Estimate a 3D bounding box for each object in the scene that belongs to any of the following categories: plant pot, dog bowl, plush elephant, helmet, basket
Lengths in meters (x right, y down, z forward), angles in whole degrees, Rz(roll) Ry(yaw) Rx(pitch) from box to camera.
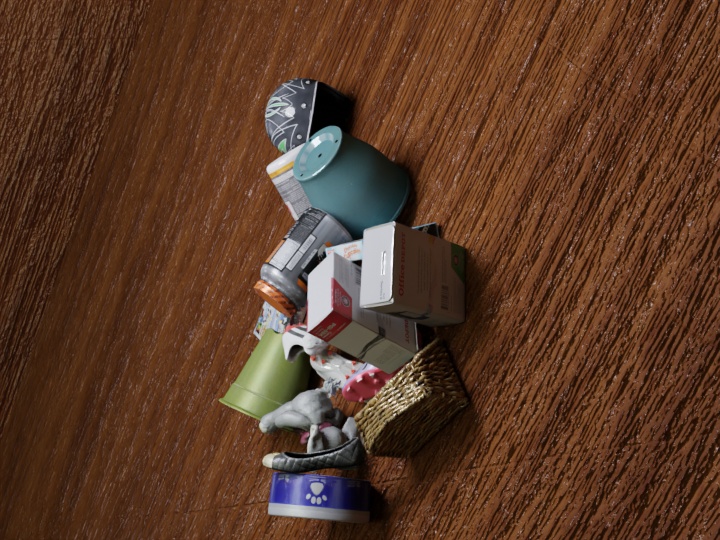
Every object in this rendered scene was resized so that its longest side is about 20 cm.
[{"bbox_3d":[-0.033,-0.186,1.726,0.199,0.188,0.202,-30,39,27],"label":"plant pot"},{"bbox_3d":[-0.078,0.441,1.635,0.199,0.198,0.080,-15,65,50],"label":"dog bowl"},{"bbox_3d":[-0.082,0.330,1.704,0.200,0.163,0.157,-45,50,40],"label":"plush elephant"},{"bbox_3d":[-0.189,0.237,1.878,0.199,0.199,0.193,11,77,53],"label":"plant pot"},{"bbox_3d":[-0.129,-0.349,1.950,0.199,0.189,0.204,-21,63,49],"label":"helmet"},{"bbox_3d":[0.072,0.228,1.547,0.200,0.141,0.150,-49,45,32],"label":"basket"}]

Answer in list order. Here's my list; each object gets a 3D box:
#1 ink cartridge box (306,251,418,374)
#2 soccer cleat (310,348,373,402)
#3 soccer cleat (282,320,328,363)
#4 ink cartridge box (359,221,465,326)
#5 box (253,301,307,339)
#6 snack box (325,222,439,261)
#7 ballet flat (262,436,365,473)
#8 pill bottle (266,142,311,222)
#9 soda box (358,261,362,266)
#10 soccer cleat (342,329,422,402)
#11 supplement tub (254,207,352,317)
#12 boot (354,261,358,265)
[{"bbox_3d":[0.003,0.080,1.550,0.083,0.198,0.148,-41,33,33],"label":"ink cartridge box"},{"bbox_3d":[-0.024,0.221,1.753,0.199,0.078,0.069,27,65,37],"label":"soccer cleat"},{"bbox_3d":[-0.082,0.133,1.746,0.198,0.068,0.086,-21,54,30],"label":"soccer cleat"},{"bbox_3d":[0.097,0.011,1.527,0.087,0.198,0.148,-11,70,43],"label":"ink cartridge box"},{"bbox_3d":[-0.181,0.091,2.013,0.137,0.039,0.203,37,109,52],"label":"box"},{"bbox_3d":[0.044,-0.051,1.627,0.115,0.198,0.038,-10,94,50],"label":"snack box"},{"bbox_3d":[-0.087,0.343,1.573,0.196,0.066,0.058,-6,94,10],"label":"ballet flat"},{"bbox_3d":[-0.114,-0.169,1.868,0.116,0.116,0.202,-15,109,50],"label":"pill bottle"},{"bbox_3d":[-0.032,0.018,1.818,0.068,0.063,0.203,27,102,53],"label":"soda box"},{"bbox_3d":[0.042,0.181,1.651,0.200,0.066,0.077,-43,26,18],"label":"soccer cleat"},{"bbox_3d":[-0.115,-0.015,1.676,0.201,0.123,0.122,-53,35,-13],"label":"supplement tub"},{"bbox_3d":[0.000,0.000,1.684,0.198,0.078,0.140,-21,37,23],"label":"boot"}]
